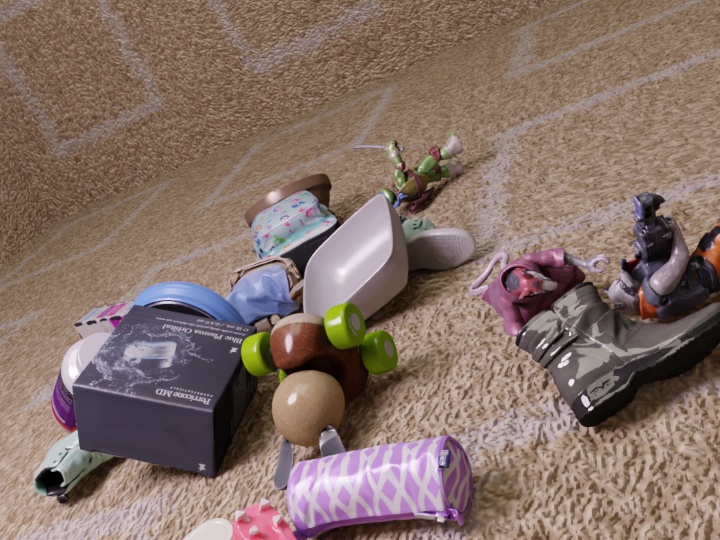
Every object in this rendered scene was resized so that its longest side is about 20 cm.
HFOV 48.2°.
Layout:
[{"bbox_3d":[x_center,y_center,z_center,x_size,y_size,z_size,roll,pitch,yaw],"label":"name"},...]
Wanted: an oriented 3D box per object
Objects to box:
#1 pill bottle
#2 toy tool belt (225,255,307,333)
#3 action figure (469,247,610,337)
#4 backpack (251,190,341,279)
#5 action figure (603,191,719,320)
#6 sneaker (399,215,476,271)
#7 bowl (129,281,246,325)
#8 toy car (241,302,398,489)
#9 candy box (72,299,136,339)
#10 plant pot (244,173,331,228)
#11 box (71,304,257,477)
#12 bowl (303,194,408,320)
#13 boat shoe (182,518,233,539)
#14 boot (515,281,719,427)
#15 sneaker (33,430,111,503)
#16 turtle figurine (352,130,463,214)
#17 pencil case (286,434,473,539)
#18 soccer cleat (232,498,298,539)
[{"bbox_3d":[-0.427,0.180,1.288,0.113,0.112,0.200,-47,-3,-41],"label":"pill bottle"},{"bbox_3d":[-0.183,0.059,1.365,0.198,0.126,0.123,-30,13,-4],"label":"toy tool belt"},{"bbox_3d":[0.198,0.008,0.941,0.135,0.148,0.200,-55,-21,6],"label":"action figure"},{"bbox_3d":[-0.121,-0.060,1.539,0.176,0.152,0.200,-29,16,-2],"label":"backpack"},{"bbox_3d":[0.349,-0.008,0.848,0.192,0.200,0.106,-25,54,19],"label":"action figure"},{"bbox_3d":[0.115,-0.058,1.325,0.199,0.074,0.119,-12,32,40],"label":"sneaker"},{"bbox_3d":[-0.267,0.109,1.239,0.198,0.202,0.040,-18,28,22],"label":"bowl"},{"bbox_3d":[-0.053,0.168,1.000,0.163,0.158,0.202,-20,51,27],"label":"toy car"},{"bbox_3d":[-0.415,0.128,1.464,0.198,0.138,0.061,-10,25,37],"label":"candy box"},{"bbox_3d":[-0.139,-0.116,1.700,0.199,0.094,0.201,-26,-7,-3],"label":"plant pot"},{"bbox_3d":[-0.262,0.161,1.121,0.194,0.119,0.201,9,31,6],"label":"box"},{"bbox_3d":[0.000,0.000,1.258,0.199,0.074,0.201,-41,30,23],"label":"bowl"},{"bbox_3d":[-0.203,0.343,0.825,0.201,0.061,0.072,-36,34,-17],"label":"boat shoe"},{"bbox_3d":[0.266,0.056,0.820,0.198,0.068,0.131,-30,55,-2],"label":"boot"},{"bbox_3d":[-0.387,0.264,1.183,0.199,0.074,0.118,-33,15,9],"label":"sneaker"},{"bbox_3d":[0.098,-0.212,1.613,0.192,0.145,0.200,-26,24,-8],"label":"turtle figurine"},{"bbox_3d":[0.019,0.223,0.811,0.198,0.084,0.086,-17,52,29],"label":"pencil case"},{"bbox_3d":[-0.065,0.301,0.764,0.066,0.077,0.200,-19,33,-28],"label":"soccer cleat"}]
